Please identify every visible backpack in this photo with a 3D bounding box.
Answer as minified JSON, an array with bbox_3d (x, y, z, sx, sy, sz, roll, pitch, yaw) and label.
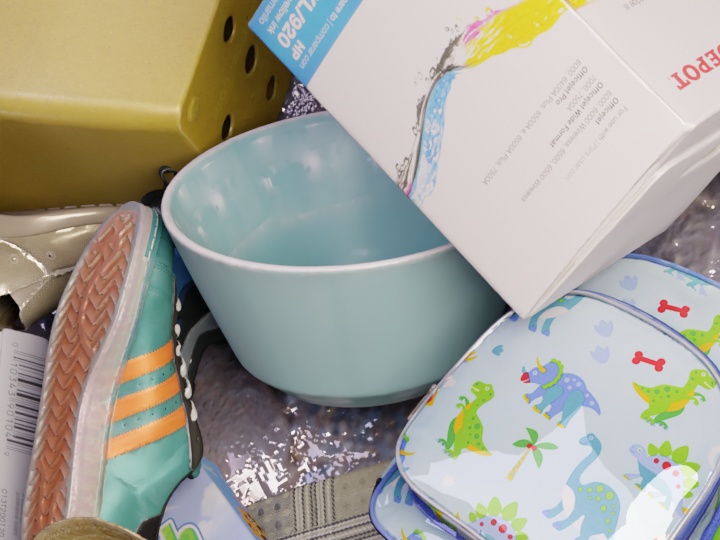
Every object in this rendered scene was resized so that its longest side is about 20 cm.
[{"bbox_3d":[0.123,0.093,1.302,0.182,0.147,0.200,32,73,23],"label":"backpack"}]

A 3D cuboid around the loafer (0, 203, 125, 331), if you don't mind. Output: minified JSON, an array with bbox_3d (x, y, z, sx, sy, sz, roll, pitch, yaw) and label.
[{"bbox_3d":[-0.186,0.000,1.507,0.076,0.199,0.069,-5,88,62],"label":"loafer"}]

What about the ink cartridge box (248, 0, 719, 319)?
[{"bbox_3d":[0.083,-0.111,1.262,0.200,0.147,0.145,47,130,11],"label":"ink cartridge box"}]

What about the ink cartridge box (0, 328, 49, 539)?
[{"bbox_3d":[-0.243,0.157,1.515,0.200,0.043,0.200,-29,53,48],"label":"ink cartridge box"}]

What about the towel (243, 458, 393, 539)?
[{"bbox_3d":[-0.002,0.199,1.404,0.199,0.035,0.194,-19,59,22],"label":"towel"}]

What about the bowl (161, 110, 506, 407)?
[{"bbox_3d":[0.000,0.000,1.409,0.199,0.106,0.201,-6,25,3],"label":"bowl"}]

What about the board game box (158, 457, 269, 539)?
[{"bbox_3d":[-0.086,0.214,1.402,0.151,0.037,0.200,-46,50,6],"label":"board game box"}]

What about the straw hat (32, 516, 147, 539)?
[{"bbox_3d":[-0.080,0.193,1.321,0.200,0.202,0.085,24,36,37],"label":"straw hat"}]

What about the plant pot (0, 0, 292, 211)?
[{"bbox_3d":[-0.140,-0.138,1.527,0.175,0.200,0.201,13,75,20],"label":"plant pot"}]

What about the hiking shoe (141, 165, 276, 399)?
[{"bbox_3d":[-0.130,0.049,1.478,0.201,0.086,0.074,-60,19,-14],"label":"hiking shoe"}]

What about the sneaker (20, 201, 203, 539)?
[{"bbox_3d":[-0.120,0.068,1.410,0.071,0.079,0.202,5,82,57],"label":"sneaker"}]
